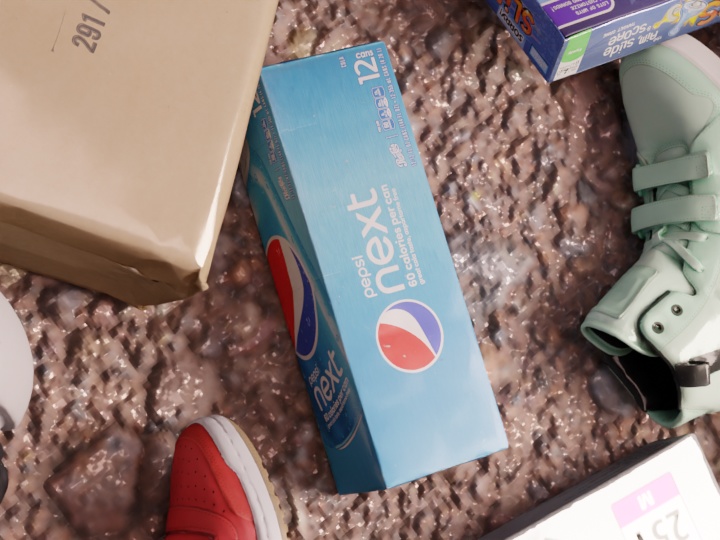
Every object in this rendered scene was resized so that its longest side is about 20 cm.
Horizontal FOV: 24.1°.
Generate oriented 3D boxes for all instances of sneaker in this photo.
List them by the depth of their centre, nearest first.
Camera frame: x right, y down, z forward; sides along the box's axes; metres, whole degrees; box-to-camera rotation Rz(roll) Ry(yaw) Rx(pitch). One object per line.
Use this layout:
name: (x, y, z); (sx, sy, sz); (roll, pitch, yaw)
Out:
sneaker: (-0.088, 0.166, 0.722); (0.112, 0.071, 0.200); (-5, 84, -26)
sneaker: (0.156, -0.020, 0.853); (0.118, 0.074, 0.201); (-22, 91, -30)

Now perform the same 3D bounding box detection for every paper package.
paper package: (-0.140, -0.106, 0.737); (0.190, 0.103, 0.200); (19, 74, -18)

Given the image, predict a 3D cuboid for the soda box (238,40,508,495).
soda box: (0.000, 0.000, 0.794); (0.068, 0.064, 0.200); (-15, 86, -24)

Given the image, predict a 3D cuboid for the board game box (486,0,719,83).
board game box: (0.146, -0.184, 0.876); (0.200, 0.034, 0.135); (-21, 63, -23)

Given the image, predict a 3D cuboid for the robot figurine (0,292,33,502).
robot figurine: (-0.215, 0.078, 0.661); (0.125, 0.150, 0.200); (27, 70, 3)

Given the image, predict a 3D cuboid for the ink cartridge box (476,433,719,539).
ink cartridge box: (0.114, 0.199, 0.814); (0.200, 0.044, 0.174); (-25, 88, -24)
